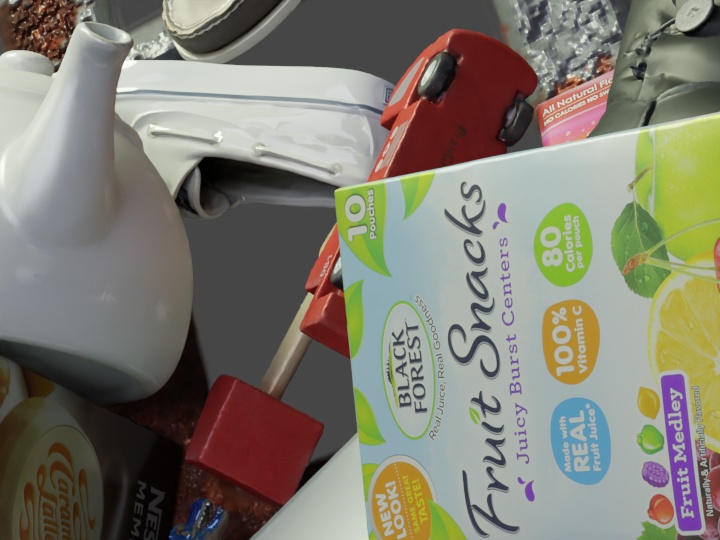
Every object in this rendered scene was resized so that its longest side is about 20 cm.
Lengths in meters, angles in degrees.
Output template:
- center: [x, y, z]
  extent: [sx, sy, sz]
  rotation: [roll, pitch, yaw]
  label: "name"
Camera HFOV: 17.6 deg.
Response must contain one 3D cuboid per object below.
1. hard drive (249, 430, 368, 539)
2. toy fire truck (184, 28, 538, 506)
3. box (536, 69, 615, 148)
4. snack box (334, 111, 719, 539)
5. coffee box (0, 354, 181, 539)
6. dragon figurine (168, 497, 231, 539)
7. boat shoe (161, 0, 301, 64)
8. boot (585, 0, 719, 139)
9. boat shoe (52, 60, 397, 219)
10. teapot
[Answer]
- center: [0.027, 0.103, 0.929]
  extent: [0.200, 0.026, 0.132]
  rotation: [-45, 35, 2]
  label: "hard drive"
- center: [0.000, 0.000, 1.009]
  extent: [0.049, 0.141, 0.201]
  rotation: [28, 74, -13]
  label: "toy fire truck"
- center: [0.181, -0.046, 0.943]
  extent: [0.199, 0.096, 0.100]
  rotation: [-24, 41, 16]
  label: "box"
- center: [0.082, 0.028, 0.810]
  extent: [0.199, 0.053, 0.143]
  rotation: [-9, 84, 45]
  label: "snack box"
- center: [-0.164, 0.103, 1.006]
  extent: [0.079, 0.200, 0.115]
  rotation: [0, 73, 25]
  label: "coffee box"
- center: [-0.055, 0.200, 1.002]
  extent: [0.099, 0.059, 0.201]
  rotation: [-3, 67, 26]
  label: "dragon figurine"
- center: [-0.037, -0.193, 1.130]
  extent: [0.072, 0.059, 0.200]
  rotation: [37, 90, 29]
  label: "boat shoe"
- center: [0.169, -0.092, 0.878]
  extent: [0.164, 0.066, 0.201]
  rotation: [2, 49, 35]
  label: "boot"
- center: [-0.076, -0.057, 1.094]
  extent: [0.199, 0.074, 0.066]
  rotation: [-1, 68, 26]
  label: "boat shoe"
- center: [-0.163, -0.026, 1.043]
  extent: [0.199, 0.197, 0.147]
  rotation: [1, 75, 20]
  label: "teapot"
